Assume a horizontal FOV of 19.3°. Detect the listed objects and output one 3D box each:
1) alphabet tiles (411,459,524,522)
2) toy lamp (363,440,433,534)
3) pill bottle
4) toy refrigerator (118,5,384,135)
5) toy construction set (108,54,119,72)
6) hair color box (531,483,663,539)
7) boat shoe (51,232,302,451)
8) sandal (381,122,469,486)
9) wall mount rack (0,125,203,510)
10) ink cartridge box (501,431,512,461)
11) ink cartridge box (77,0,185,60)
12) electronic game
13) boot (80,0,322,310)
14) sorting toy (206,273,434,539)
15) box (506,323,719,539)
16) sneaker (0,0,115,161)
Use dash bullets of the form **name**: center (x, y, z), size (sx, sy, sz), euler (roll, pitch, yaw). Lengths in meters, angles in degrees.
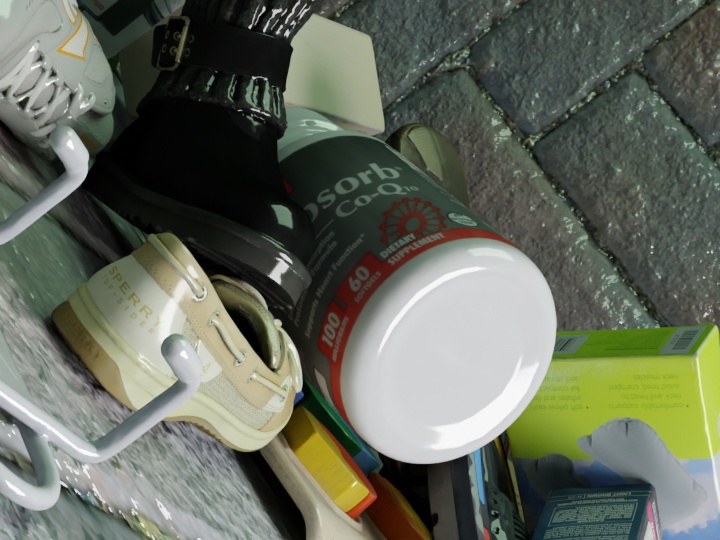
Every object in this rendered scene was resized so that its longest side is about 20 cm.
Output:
- **alphabet tiles**: center (0.071, 0.115, 1.262), size (0.200, 0.007, 0.168), euler (38, 37, -52)
- **toy lamp**: center (-0.002, 0.075, 1.230), size (0.200, 0.058, 0.058), euler (53, 5, -20)
- **pill bottle**: center (0.000, 0.000, 1.053), size (0.116, 0.116, 0.200), euler (49, -5, -39)
- **toy refrigerator**: center (-0.061, -0.112, 1.249), size (0.200, 0.075, 0.071), euler (7, 72, -67)
- **toy construction set**: center (-0.126, -0.154, 1.429), size (0.131, 0.093, 0.200), euler (33, -2, 0)
- **hair color box**: center (0.114, 0.187, 1.047), size (0.200, 0.060, 0.101), euler (-48, 131, -70)
- **boat shoe**: center (-0.061, 0.027, 0.901), size (0.073, 0.063, 0.201), euler (49, 7, 21)
- **sandal**: center (0.024, 0.020, 1.173), size (0.081, 0.054, 0.202), euler (7, 75, -51)
- **wall mount rack**: center (-0.129, -0.029, 0.660), size (0.174, 0.074, 0.200), euler (48, 7, -49)
- **ink cartridge box**: center (0.147, 0.175, 1.399), size (0.200, 0.085, 0.149), euler (-117, -149, -59)
- **ink cartridge box**: center (-0.135, -0.205, 1.099), size (0.147, 0.199, 0.083), euler (47, 10, -42)
- **electronic game**: center (0.070, 0.151, 1.095), size (0.200, 0.041, 0.202), euler (-11, 90, -82)
- **boot**: center (-0.054, -0.081, 1.003), size (0.079, 0.159, 0.211), euler (31, 0, -32)
- **sorting toy**: center (-0.021, 0.090, 1.068), size (0.201, 0.036, 0.185), euler (57, 6, 35)
- **box**: center (0.150, 0.131, 1.162), size (0.048, 0.121, 0.202), euler (-40, 122, -56)
- **sneaker**: center (-0.146, -0.093, 0.967), size (0.092, 0.075, 0.200), euler (57, 6, -4)
